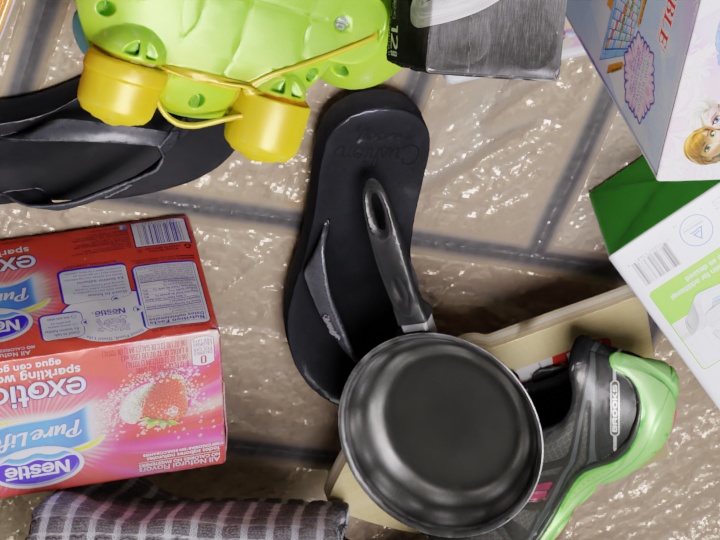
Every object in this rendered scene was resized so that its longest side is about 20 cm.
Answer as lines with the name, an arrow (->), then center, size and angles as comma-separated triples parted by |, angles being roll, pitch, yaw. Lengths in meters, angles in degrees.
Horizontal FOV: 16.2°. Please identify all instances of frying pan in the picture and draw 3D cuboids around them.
frying pan -> 0.023, 0.053, 1.323 | 0.115, 0.031, 0.191 | -32, 94, 28

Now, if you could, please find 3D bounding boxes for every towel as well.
towel -> -0.086, 0.153, 1.333 | 0.164, 0.200, 0.086 | 1, 91, 1

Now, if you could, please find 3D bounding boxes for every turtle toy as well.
turtle toy -> -0.054, -0.131, 1.186 | 0.199, 0.101, 0.147 | 14, 99, -28

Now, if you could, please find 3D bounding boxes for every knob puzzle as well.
knob puzzle -> 0.071, 0.085, 1.426 | 0.218, 0.031, 0.220 | -14, 144, -10

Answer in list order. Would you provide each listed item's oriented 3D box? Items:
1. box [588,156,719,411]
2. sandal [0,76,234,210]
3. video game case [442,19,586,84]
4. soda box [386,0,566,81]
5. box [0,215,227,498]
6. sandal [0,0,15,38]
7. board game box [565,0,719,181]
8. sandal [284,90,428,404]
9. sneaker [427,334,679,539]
box -> 0.254, -0.013, 1.341 | 0.199, 0.097, 0.177 | -35, 111, 12
sandal -> -0.150, -0.057, 1.257 | 0.198, 0.043, 0.077 | -12, 130, -7
video game case -> 0.128, -0.191, 1.244 | 0.198, 0.024, 0.183 | -13, 130, -7
soda box -> 0.059, -0.189, 1.144 | 0.070, 0.063, 0.202 | 2, 98, -18
box -> -0.174, 0.049, 1.298 | 0.198, 0.100, 0.096 | -8, 129, -10
sandal -> -0.157, -0.174, 1.113 | 0.079, 0.059, 0.208 | 6, 103, -32
board game box -> 0.136, -0.178, 1.111 | 0.041, 0.200, 0.201 | -2, 128, -16
sandal -> -0.001, 0.000, 1.335 | 0.075, 0.043, 0.201 | -8, 129, -10
sneaker -> 0.093, 0.096, 1.381 | 0.083, 0.077, 0.200 | 33, 129, -12
